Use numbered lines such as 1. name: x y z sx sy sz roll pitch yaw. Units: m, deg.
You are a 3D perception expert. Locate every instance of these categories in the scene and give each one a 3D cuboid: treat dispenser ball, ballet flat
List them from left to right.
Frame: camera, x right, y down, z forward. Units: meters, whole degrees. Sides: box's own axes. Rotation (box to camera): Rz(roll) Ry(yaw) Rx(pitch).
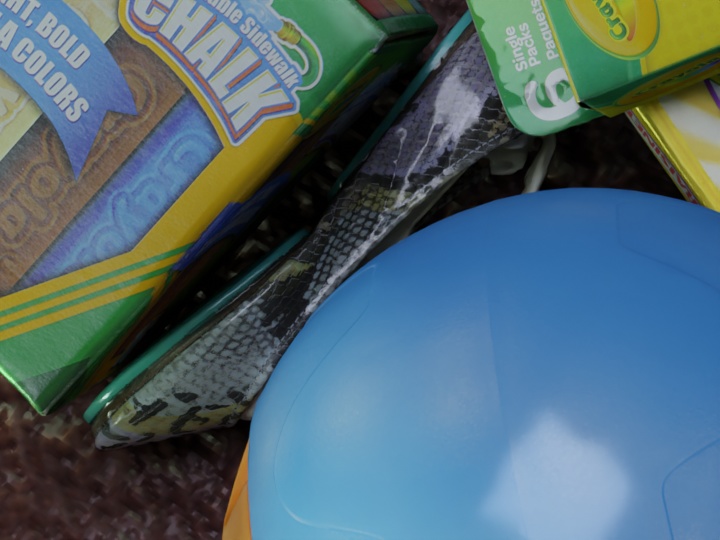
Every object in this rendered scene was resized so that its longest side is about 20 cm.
1. ballet flat: 0.000 0.000 0.826 0.200 0.072 0.072 -46 64 -8
2. treat dispenser ball: 0.061 0.079 0.695 0.199 0.201 0.202 -5 65 11

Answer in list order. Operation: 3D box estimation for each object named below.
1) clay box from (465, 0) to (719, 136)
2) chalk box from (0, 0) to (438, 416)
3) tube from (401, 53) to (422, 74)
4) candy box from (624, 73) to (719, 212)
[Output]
1. clay box: 0.114 -0.125 0.741 0.199 0.048 0.116 -22 82 14
2. chalk box: -0.059 -0.075 0.790 0.124 0.124 0.200 45 102 3
3. tube: -0.078 -0.059 0.880 0.199 0.052 0.058 -19 29 10
4. candy box: 0.151 -0.037 0.785 0.102 0.026 0.201 -35 85 0
